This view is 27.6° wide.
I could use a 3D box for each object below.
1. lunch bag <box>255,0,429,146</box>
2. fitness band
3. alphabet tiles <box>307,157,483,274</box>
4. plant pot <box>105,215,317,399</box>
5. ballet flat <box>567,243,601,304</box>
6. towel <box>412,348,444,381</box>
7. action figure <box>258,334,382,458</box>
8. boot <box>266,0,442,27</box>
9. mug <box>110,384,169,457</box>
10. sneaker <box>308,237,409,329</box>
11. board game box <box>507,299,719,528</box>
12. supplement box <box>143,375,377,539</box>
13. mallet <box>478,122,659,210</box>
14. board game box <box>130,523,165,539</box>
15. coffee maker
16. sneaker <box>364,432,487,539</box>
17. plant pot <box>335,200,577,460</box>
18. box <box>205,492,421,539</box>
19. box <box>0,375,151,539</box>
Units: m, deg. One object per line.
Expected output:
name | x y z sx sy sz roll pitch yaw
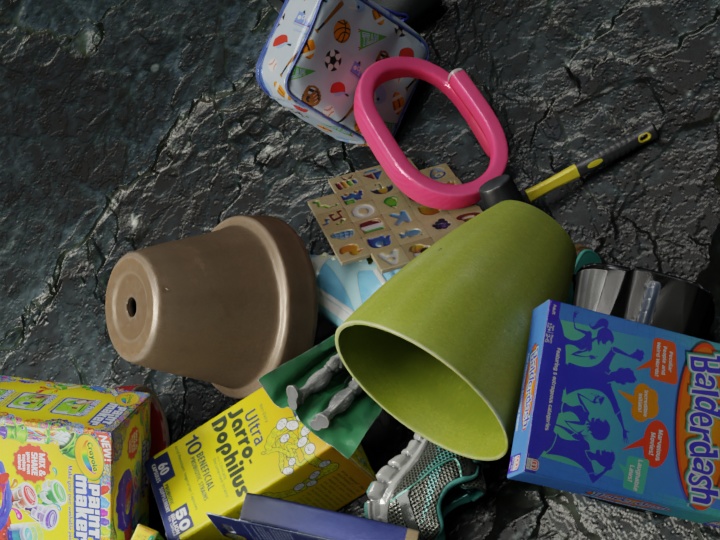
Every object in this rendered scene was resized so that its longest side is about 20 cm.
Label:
lunch bag | -0.015 -0.237 1.665 0.075 0.200 0.161 19 85 45
fitness band | 0.077 -0.155 1.605 0.143 0.037 0.200 -20 65 -26
alphabet tiles | 0.039 -0.063 1.589 0.166 0.006 0.200 -16 35 -10
plant pot | -0.170 0.040 1.551 0.200 0.174 0.201 0 90 52
ballet flat | 0.177 0.062 1.469 0.072 0.068 0.201 -2 59 51
towel | 0.114 0.037 1.480 0.048 0.112 0.200 30 80 26
action figure | 0.007 0.085 1.465 0.118 0.055 0.200 42 52 9
boot | -0.008 -0.336 1.796 0.168 0.076 0.200 -45 57 3
mug | -0.316 0.214 1.633 0.199 0.178 0.134 -12 20 18
sneaker | 0.000 0.000 1.592 0.200 0.080 0.131 38 86 30
board game box | 0.235 0.123 1.254 0.199 0.045 0.153 14 72 -11
supplement box | -0.102 0.207 1.502 0.200 0.110 0.109 -33 52 8
mallet | 0.217 -0.110 1.544 0.200 0.066 0.041 -34 16 4
board game box | -0.219 0.312 1.457 0.030 0.200 0.096 21 73 7
coffee maker | 0.262 0.113 1.358 0.191 0.135 0.201 24 71 -5
sneaker | 0.092 0.185 1.427 0.091 0.078 0.200 26 66 27
plant pot | 0.108 0.037 1.350 0.187 0.187 0.200 19 61 36
box | -0.041 0.249 1.389 0.199 0.121 0.033 10 71 7
box | -0.324 0.227 1.506 0.192 0.122 0.201 5 105 10
